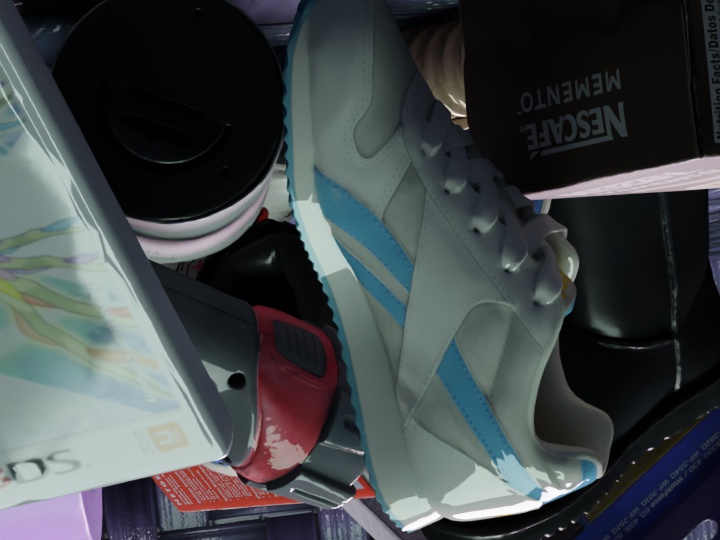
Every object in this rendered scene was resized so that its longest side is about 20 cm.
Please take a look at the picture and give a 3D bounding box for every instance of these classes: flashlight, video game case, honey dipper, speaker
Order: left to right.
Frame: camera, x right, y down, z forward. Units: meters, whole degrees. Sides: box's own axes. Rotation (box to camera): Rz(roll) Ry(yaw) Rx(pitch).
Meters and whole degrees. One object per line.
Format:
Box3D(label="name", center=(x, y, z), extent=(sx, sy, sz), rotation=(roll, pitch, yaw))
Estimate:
Box3D(label="video game case", center=(-0.160, 0.005, 0.857), extent=(0.182, 0.200, 0.022), rotation=(-14, -143, 14))
Box3D(label="flashlight", center=(-0.080, 0.025, 0.946), extent=(0.200, 0.068, 0.068), rotation=(23, 176, -33))
Box3D(label="speaker", center=(-0.069, -0.047, 0.966), extent=(0.081, 0.081, 0.200), rotation=(-6, 177, -4))
Box3D(label="honey dipper", center=(-0.014, -0.073, 1.080), extent=(0.038, 0.038, 0.200), rotation=(-3, 180, -43))

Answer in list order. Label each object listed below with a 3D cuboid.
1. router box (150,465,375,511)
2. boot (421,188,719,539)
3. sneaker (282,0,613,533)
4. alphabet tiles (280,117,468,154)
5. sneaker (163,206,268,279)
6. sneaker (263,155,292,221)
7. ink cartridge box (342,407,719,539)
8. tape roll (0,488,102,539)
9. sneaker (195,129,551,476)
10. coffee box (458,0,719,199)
Box3D(label="router box", center=(0.002, 0.030, 1.341), extent=(0.200, 0.049, 0.179), rotation=(-49, -159, -29))
Box3D(label="boot", center=(0.091, 0.015, 1.236), extent=(0.200, 0.168, 0.076), rotation=(-31, -148, -30))
Box3D(label="sneaker", center=(0.027, -0.011, 0.898), extent=(0.081, 0.200, 0.077), rotation=(-10, -156, 16))
Box3D(label="alphabet tiles", center=(0.044, -0.068, 1.144), extent=(0.200, 0.006, 0.166), rotation=(-12, -172, -23))
Box3D(label="sneaker", center=(-0.072, 0.016, 1.188), extent=(0.067, 0.108, 0.201), rotation=(37, -179, 19))
Box3D(label="sneaker", center=(-0.063, -0.002, 1.286), extent=(0.079, 0.130, 0.199), rotation=(-6, 180, -36))
Box3D(label="ink cartridge box", center=(0.104, 0.088, 1.341), extent=(0.198, 0.200, 0.047), rotation=(-42, 149, -13))
Box3D(label="tape roll", center=(-0.180, 0.052, 1.435), extent=(0.065, 0.201, 0.200), rotation=(-6, 177, -1))
Box3D(label="sneaker", center=(0.001, 0.001, 1.102), extent=(0.200, 0.077, 0.111), rotation=(-39, 167, -6))
Box3D(label="coffee box", center=(0.146, -0.072, 0.948), extent=(0.200, 0.080, 0.113), rotation=(-4, 177, -37))
